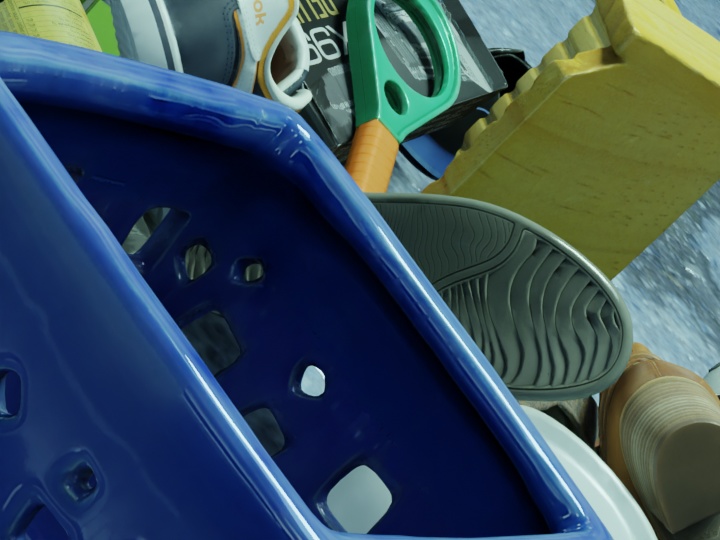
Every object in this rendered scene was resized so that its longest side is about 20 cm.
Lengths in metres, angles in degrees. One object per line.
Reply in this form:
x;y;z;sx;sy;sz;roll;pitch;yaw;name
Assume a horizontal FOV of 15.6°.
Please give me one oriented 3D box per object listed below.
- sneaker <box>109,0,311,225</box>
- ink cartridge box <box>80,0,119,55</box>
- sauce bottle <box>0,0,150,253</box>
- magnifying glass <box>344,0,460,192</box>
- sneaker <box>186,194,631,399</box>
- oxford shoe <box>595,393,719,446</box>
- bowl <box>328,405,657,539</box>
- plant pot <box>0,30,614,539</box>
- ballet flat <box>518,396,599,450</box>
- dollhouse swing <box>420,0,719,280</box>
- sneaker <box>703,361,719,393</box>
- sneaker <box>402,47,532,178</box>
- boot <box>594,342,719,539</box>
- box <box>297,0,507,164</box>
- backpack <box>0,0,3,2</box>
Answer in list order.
-0.063;-0.076;1.131;0.200;0.079;0.079;109;-39;-74;sneaker
-0.132;-0.147;1.261;0.200;0.076;0.148;37;21;-20;ink cartridge box
-0.128;-0.058;1.110;0.065;0.065;0.201;27;28;-43;sauce bottle
0.014;-0.082;1.355;0.080;0.022;0.201;47;37;-26;magnifying glass
0.023;0.009;1.122;0.199;0.075;0.106;16;-5;13;sneaker
0.203;0.114;1.438;0.200;0.073;0.071;26;26;-46;oxford shoe
0.063;0.121;1.106;0.201;0.090;0.201;39;20;-17;bowl
-0.073;0.067;0.790;0.200;0.180;0.200;53;21;21;plant pot
0.076;0.074;1.246;0.200;0.068;0.068;58;31;-65;ballet flat
0.085;-0.083;1.392;0.181;0.200;0.176;26;28;-44;dollhouse swing
0.276;0.128;1.547;0.200;0.088;0.074;51;18;9;sneaker
0.093;-0.095;1.625;0.070;0.078;0.200;51;20;15;sneaker
0.148;0.137;1.218;0.155;0.076;0.201;-117;-169;-77;boot
-0.018;-0.140;1.428;0.158;0.050;0.200;60;32;5;box
-0.225;-0.195;1.089;0.167;0.126;0.200;44;14;-42;backpack
